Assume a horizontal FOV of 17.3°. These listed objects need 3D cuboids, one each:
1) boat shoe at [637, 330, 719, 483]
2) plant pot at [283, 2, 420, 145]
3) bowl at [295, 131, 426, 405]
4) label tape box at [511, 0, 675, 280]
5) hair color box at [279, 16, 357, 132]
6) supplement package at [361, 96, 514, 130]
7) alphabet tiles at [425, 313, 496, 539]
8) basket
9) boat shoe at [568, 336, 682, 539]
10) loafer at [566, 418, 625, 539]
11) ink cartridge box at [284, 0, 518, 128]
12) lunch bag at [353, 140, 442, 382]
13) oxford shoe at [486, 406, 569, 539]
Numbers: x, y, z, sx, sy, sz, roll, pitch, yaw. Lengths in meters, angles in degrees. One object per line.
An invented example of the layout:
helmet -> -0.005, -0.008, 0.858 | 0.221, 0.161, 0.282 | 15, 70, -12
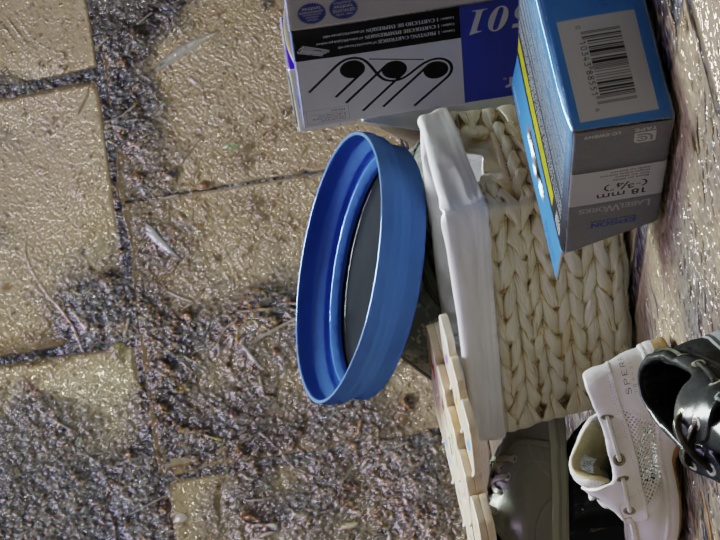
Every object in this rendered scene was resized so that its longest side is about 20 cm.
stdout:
boat shoe -> 0.175, 0.075, 1.126 | 0.200, 0.056, 0.069 | -106, 7, -79
plant pot -> 0.060, -0.184, 1.955 | 0.174, 0.199, 0.201 | 48, -152, -59
bowl -> 0.000, 0.000, 1.732 | 0.201, 0.039, 0.202 | -171, 90, -74
label tape box -> 0.135, -0.102, 1.404 | 0.200, 0.063, 0.145 | 84, 176, -66
hair color box -> 0.032, -0.191, 2.131 | 0.109, 0.199, 0.065 | 83, 176, -62
supplement package -> 0.055, -0.217, 1.781 | 0.117, 0.116, 0.201 | -43, 49, 44
alphabet tiles -> 0.071, 0.136, 1.639 | 0.196, 0.015, 0.200 | 81, 177, -45
basket -> 0.116, -0.005, 1.627 | 0.136, 0.123, 0.201 | -102, 2, -54
boat shoe -> 0.166, 0.118, 1.505 | 0.200, 0.069, 0.071 | 81, 177, -47
loafer -> 0.170, 0.165, 1.769 | 0.200, 0.072, 0.073 | 116, 149, -71
ink cartridge box -> 0.054, -0.154, 1.550 | 0.094, 0.199, 0.044 | 82, 178, -51
lunch bag -> 0.094, -0.023, 1.822 | 0.139, 0.168, 0.200 | 39, -159, -30
oxford shoe -> 0.117, 0.154, 1.700 | 0.075, 0.057, 0.201 | 128, 142, -80
